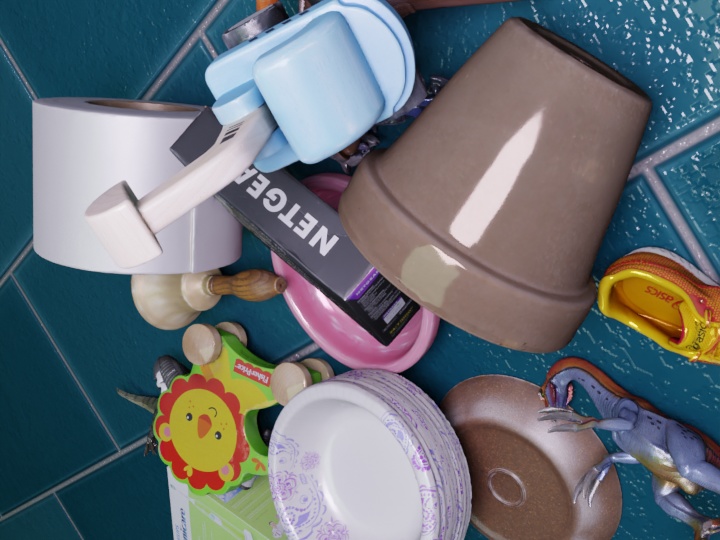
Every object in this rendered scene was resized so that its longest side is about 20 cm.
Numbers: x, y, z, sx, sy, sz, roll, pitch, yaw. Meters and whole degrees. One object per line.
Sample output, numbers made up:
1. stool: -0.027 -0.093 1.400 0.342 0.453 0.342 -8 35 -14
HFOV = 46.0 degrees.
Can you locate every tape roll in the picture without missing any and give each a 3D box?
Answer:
1. tape roll: -0.210 -0.088 0.815 0.201 0.202 0.141 14 106 35

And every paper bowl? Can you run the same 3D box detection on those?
1. paper bowl: 0.016 0.193 0.801 0.199 0.104 0.203 8 103 39

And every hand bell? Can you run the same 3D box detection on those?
1. hand bell: -0.146 0.016 0.898 0.199 0.104 0.105 0 113 44

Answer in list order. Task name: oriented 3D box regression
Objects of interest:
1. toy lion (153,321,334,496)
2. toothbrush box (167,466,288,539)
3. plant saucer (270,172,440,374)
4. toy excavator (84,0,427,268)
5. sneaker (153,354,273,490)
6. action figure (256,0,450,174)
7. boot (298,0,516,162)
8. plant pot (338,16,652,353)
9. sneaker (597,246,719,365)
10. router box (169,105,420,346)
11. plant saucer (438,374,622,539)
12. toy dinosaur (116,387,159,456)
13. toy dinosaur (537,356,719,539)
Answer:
1. toy lion: -0.143 0.167 0.952 0.198 0.068 0.194 19 99 27
2. toothbrush box: -0.151 0.331 1.098 0.199 0.086 0.147 23 127 30
3. plant saucer: 0.000 0.000 0.802 0.199 0.051 0.202 24 129 33
4. toy excavator: -0.059 -0.094 0.518 0.193 0.201 0.101 -23 113 15
5. sneaker: -0.171 0.163 1.033 0.091 0.066 0.200 -46 69 4
6. action figure: -0.006 -0.176 0.710 0.197 0.105 0.195 0 123 11
7. boot: 0.050 -0.182 0.607 0.198 0.064 0.188 -8 112 14
8. plant pot: 0.110 -0.070 0.593 0.200 0.200 0.176 39 115 18
9. sneaker: 0.258 0.047 0.585 0.199 0.077 0.074 20 123 31
10. router box: -0.049 -0.031 0.692 0.200 0.051 0.149 39 175 21
11. plant saucer: 0.144 0.196 0.798 0.199 0.037 0.202 20 124 32
12. toy dinosaur: -0.265 0.207 1.159 0.199 0.047 0.089 -3 94 41
13. toy dinosaur: 0.229 0.140 0.681 0.106 0.198 0.183 96 160 -47
